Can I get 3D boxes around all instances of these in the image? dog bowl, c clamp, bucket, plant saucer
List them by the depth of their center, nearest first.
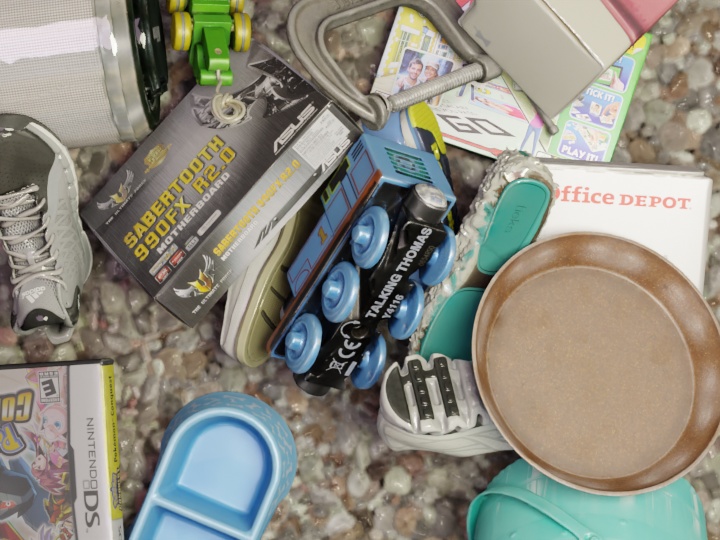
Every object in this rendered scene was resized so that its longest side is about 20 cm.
[{"bbox_3d":[0.171,0.070,1.505,0.199,0.034,0.201,6,69,-15],"label":"plant saucer"},{"bbox_3d":[0.169,0.236,1.540,0.206,0.135,0.208,4,133,4],"label":"bucket"},{"bbox_3d":[0.043,-0.158,1.567,0.200,0.027,0.171,-18,71,-38],"label":"c clamp"},{"bbox_3d":[-0.124,0.193,1.631,0.111,0.050,0.201,22,89,2],"label":"dog bowl"}]

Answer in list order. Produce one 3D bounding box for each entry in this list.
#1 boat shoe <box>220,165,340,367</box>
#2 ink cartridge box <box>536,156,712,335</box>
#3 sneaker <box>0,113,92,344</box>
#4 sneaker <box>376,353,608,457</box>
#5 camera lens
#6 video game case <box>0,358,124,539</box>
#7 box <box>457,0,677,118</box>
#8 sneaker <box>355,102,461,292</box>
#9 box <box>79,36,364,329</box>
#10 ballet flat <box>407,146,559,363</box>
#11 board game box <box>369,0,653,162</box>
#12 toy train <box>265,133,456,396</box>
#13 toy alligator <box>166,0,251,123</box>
[{"bbox_3d":[-0.075,-0.023,1.626,0.068,0.075,0.201,14,76,24],"label":"boat shoe"},{"bbox_3d":[0.188,0.015,1.596,0.144,0.084,0.201,4,99,1],"label":"ink cartridge box"},{"bbox_3d":[-0.244,-0.018,1.554,0.075,0.200,0.116,-10,50,6],"label":"sneaker"},{"bbox_3d":[0.107,0.103,1.541,0.199,0.081,0.075,1,57,-12],"label":"sneaker"},{"bbox_3d":[-0.254,-0.169,1.585,0.199,0.160,0.161,-7,89,1],"label":"camera lens"},{"bbox_3d":[-0.283,0.165,1.623,0.199,0.025,0.181,-4,89,16],"label":"video game case"},{"bbox_3d":[0.191,-0.231,1.565,0.109,0.128,0.200,46,71,0],"label":"box"},{"bbox_3d":[0.034,-0.032,1.622,0.082,0.074,0.201,-9,96,16],"label":"sneaker"},{"bbox_3d":[-0.109,-0.073,1.587,0.200,0.158,0.048,-47,129,0],"label":"box"},{"bbox_3d":[0.090,-0.005,1.549,0.072,0.072,0.200,28,115,2],"label":"ballet flat"},{"bbox_3d":[0.117,-0.155,1.643,0.199,0.029,0.135,18,90,1],"label":"board game box"},{"bbox_3d":[0.000,0.000,1.543,0.086,0.114,0.200,15,123,-28],"label":"toy train"},{"bbox_3d":[-0.117,-0.172,1.605,0.059,0.054,0.200,0,50,-14],"label":"toy alligator"}]
